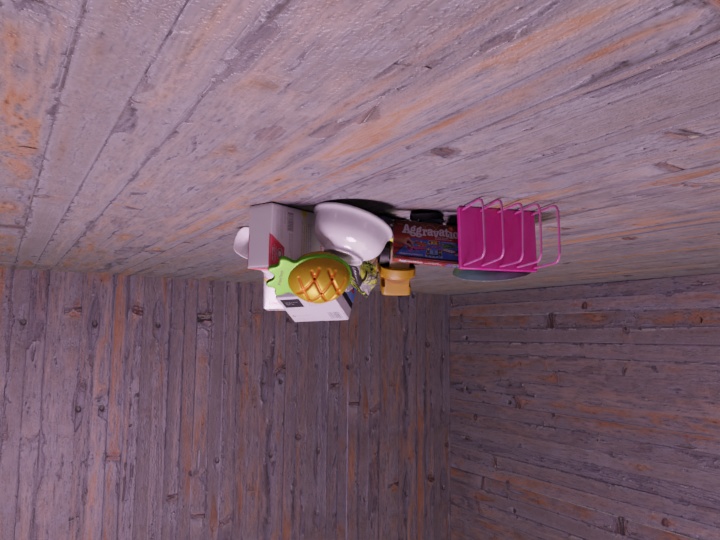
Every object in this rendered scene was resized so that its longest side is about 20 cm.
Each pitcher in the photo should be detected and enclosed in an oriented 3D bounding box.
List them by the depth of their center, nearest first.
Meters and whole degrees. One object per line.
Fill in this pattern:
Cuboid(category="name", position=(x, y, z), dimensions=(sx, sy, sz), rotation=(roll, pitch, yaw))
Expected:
Cuboid(category="pitcher", position=(-0.243, -0.043, 1.756), dimensions=(0.169, 0.124, 0.199), rotation=(27, 180, 27))

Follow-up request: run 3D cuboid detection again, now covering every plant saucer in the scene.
Cuboid(category="plant saucer", position=(0.323, -0.014, 1.512), dimensions=(0.194, 0.037, 0.200), rotation=(-5, -169, 1))

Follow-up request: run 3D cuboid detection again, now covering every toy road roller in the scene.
Cuboid(category="toy road roller", position=(0.094, -0.017, 1.712), dimensions=(0.119, 0.150, 0.200), rotation=(2, -164, -7))

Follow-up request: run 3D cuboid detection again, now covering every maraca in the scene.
Cuboid(category="maraca", position=(-0.115, 0.016, 1.395), dimensions=(0.194, 0.108, 0.140), rotation=(2, 130, -15))

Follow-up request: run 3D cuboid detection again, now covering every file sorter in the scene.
Cuboid(category="file sorter", position=(0.331, -0.080, 1.368), dimensions=(0.194, 0.143, 0.125), rotation=(2, 171, -15))

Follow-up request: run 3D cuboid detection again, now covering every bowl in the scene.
Cuboid(category="bowl", position=(-0.028, -0.072, 1.423), dimensions=(0.196, 0.093, 0.202), rotation=(16, 164, 5))

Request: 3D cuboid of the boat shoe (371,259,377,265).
Cuboid(category="boat shoe", position=(0.065, -0.020, 1.830), dimensions=(0.199, 0.065, 0.071), rotation=(-41, 164, -2))

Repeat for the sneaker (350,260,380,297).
Cuboid(category="sneaker", position=(0.000, 0.000, 1.577), dimensions=(0.075, 0.077, 0.200), rotation=(39, 174, 18))

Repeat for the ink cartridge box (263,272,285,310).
Cuboid(category="ink cartridge box", position=(-0.242, 0.019, 1.984), dimensions=(0.141, 0.206, 0.088), rotation=(1, -163, -9))

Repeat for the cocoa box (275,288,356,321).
Cuboid(category="cocoa box", position=(-0.129, 0.060, 1.841), dimensions=(0.195, 0.134, 0.134), rotation=(-5, 141, 27))

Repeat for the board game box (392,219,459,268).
Cuboid(category="board game box", position=(0.171, -0.061, 1.429), dimensions=(0.194, 0.105, 0.020), rotation=(5, 150, -5))

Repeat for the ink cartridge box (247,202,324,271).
Cuboid(category="ink cartridge box", position=(-0.171, -0.068, 1.471), dimensions=(0.082, 0.150, 0.198), rotation=(-4, 172, 37))

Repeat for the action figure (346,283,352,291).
Cuboid(category="action figure", position=(-0.042, -0.013, 1.690), dimensions=(0.196, 0.103, 0.120), rotation=(-9, -145, 33))

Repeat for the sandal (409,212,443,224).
Cuboid(category="sandal", position=(0.173, -0.111, 1.528), dimensions=(0.074, 0.044, 0.199), rotation=(-1, 174, 19))

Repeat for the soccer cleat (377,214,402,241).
Cuboid(category="soccer cleat", position=(0.071, -0.108, 1.565), dimensions=(0.082, 0.066, 0.199), rotation=(24, -172, 27))
